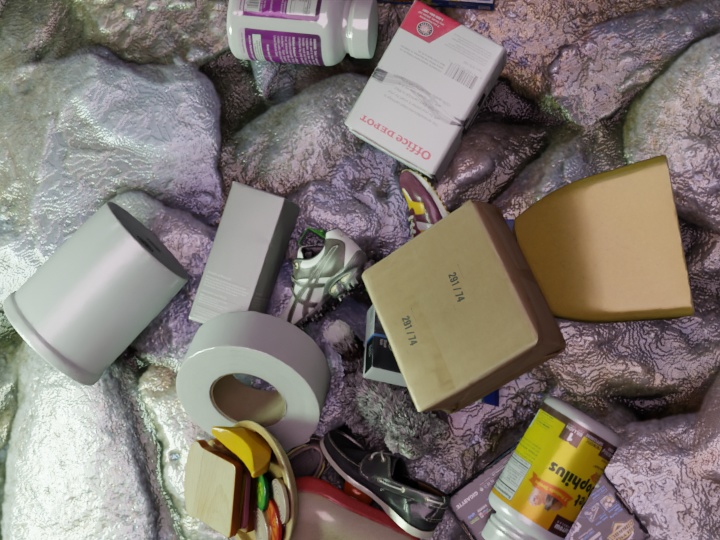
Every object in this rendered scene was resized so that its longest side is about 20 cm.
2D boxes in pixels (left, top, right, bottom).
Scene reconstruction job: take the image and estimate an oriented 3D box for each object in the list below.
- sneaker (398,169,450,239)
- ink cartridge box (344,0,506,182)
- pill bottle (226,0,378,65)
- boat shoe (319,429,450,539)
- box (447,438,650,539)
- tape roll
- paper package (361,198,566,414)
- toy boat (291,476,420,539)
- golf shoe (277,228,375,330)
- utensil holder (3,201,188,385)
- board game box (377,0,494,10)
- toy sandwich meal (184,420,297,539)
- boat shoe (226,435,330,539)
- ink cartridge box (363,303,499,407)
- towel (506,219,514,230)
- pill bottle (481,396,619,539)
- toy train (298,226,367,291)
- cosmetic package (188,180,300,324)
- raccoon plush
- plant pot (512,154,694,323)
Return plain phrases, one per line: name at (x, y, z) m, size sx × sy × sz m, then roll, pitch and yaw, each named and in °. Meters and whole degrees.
sneaker at (0.090, -0.041, 1.440) m, size 0.090 × 0.075 × 0.201 m, roll -31°, pitch 81°, yaw 0°
ink cartridge box at (0.091, -0.244, 1.448) m, size 0.145 × 0.083 × 0.201 m, roll 30°, pitch 91°, yaw 9°
pill bottle at (-0.078, -0.346, 1.467) m, size 0.198 × 0.112 × 0.113 m, roll 7°, pitch 87°, yaw 9°
boat shoe at (0.032, 0.268, 1.392) m, size 0.199 × 0.072 × 0.068 m, roll 35°, pitch 110°, yaw 26°
box at (0.248, 0.330, 1.404) m, size 0.200 × 0.050 × 0.199 m, roll -38°, pitch 82°, yaw 4°
tape roll at (-0.142, 0.152, 1.405) m, size 0.200 × 0.071 × 0.204 m, roll 7°, pitch 130°, yaw 8°
paper package at (0.123, 0.048, 1.289) m, size 0.190 × 0.103 × 0.201 m, roll -33°, pitch 68°, yaw 22°
toy boat at (-0.014, 0.331, 1.413) m, size 0.199 × 0.131 × 0.131 m, roll 28°, pitch 132°, yaw -15°
golf shoe at (-0.063, 0.016, 1.431) m, size 0.200 × 0.078 × 0.095 m, roll -39°, pitch 84°, yaw 35°
utensil holder at (-0.363, 0.029, 1.456) m, size 0.200 × 0.170 × 0.170 m, roll -45°, pitch 81°, yaw 2°
board game box at (0.098, -0.446, 1.486) m, size 0.198 × 0.034 × 0.137 m, roll 6°, pitch 87°, yaw 9°
toy sandwich meal at (-0.158, 0.289, 1.373) m, size 0.204 × 0.070 × 0.207 m, roll 9°, pitch 101°, yaw 52°
boat shoe at (-0.118, 0.309, 1.454) m, size 0.200 × 0.060 × 0.072 m, roll -44°, pitch 82°, yaw 3°
ink cartridge box at (0.103, 0.111, 1.388) m, size 0.198 × 0.039 × 0.100 m, roll 14°, pitch 56°, yaw -17°
towel at (0.185, 0.028, 1.402) m, size 0.146 × 0.024 × 0.202 m, roll -1°, pitch 81°, yaw -35°
pill bottle at (0.236, 0.270, 1.332) m, size 0.109 × 0.109 × 0.201 m, roll 30°, pitch 90°, yaw 9°
toy train at (0.000, 0.000, 1.459) m, size 0.199 × 0.056 × 0.042 m, roll 32°, pitch 91°, yaw 10°
cosmetic package at (-0.159, -0.014, 1.460) m, size 0.089 × 0.107 × 0.202 m, roll 15°, pitch 87°, yaw 9°
raccoon plush at (0.025, 0.168, 1.376) m, size 0.097 × 0.134 × 0.200 m, roll -48°, pitch 118°, yaw -15°
plant pot at (0.303, -0.021, 1.349) m, size 0.198 × 0.195 × 0.196 m, roll -10°, pitch 85°, yaw 10°
